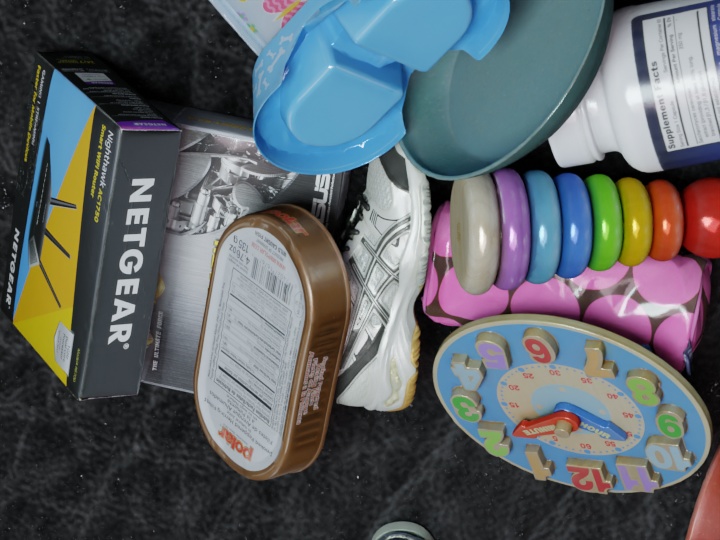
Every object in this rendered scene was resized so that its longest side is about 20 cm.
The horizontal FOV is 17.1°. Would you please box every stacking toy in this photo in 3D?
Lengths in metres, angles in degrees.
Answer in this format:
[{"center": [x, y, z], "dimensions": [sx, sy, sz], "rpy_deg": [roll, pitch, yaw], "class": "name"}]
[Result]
[{"center": [0.162, -0.029, 1.580], "dimensions": [0.199, 0.085, 0.086], "rpy_deg": [-1, 111, -8], "class": "stacking toy"}]

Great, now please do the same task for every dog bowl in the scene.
[{"center": [0.007, -0.144, 1.537], "dimensions": [0.111, 0.050, 0.200], "rpy_deg": [18, 130, -39], "class": "dog bowl"}]

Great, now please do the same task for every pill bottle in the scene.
[{"center": [0.220, -0.126, 1.563], "dimensions": [0.199, 0.111, 0.112], "rpy_deg": [-10, 108, 14], "class": "pill bottle"}]

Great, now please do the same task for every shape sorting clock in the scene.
[{"center": [0.144, 0.096, 1.650], "dimensions": [0.199, 0.039, 0.200], "rpy_deg": [15, 150, 9], "class": "shape sorting clock"}]

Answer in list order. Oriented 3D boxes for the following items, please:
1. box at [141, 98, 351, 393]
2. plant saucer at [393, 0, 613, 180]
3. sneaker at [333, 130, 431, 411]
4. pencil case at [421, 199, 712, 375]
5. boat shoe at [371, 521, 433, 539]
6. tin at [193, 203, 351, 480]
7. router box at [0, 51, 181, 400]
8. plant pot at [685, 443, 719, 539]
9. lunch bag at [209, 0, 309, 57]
[{"center": [-0.095, -0.009, 1.699], "dimensions": [0.157, 0.048, 0.201], "rpy_deg": [12, 112, 5], "class": "box"}, {"center": [0.100, -0.145, 1.552], "dimensions": [0.036, 0.200, 0.200], "rpy_deg": [26, 117, -33], "class": "plant saucer"}, {"center": [0.000, 0.000, 1.631], "dimensions": [0.087, 0.076, 0.201], "rpy_deg": [3, 103, -5], "class": "sneaker"}, {"center": [0.139, 0.016, 1.647], "dimensions": [0.199, 0.091, 0.094], "rpy_deg": [15, 118, 7], "class": "pencil case"}, {"center": [0.041, 0.287, 1.779], "dimensions": [0.074, 0.062, 0.201], "rpy_deg": [0, 111, 9], "class": "boat shoe"}, {"center": [-0.064, 0.051, 1.634], "dimensions": [0.112, 0.042, 0.201], "rpy_deg": [38, 128, 41], "class": "tin"}, {"center": [-0.190, -0.033, 1.656], "dimensions": [0.051, 0.149, 0.201], "rpy_deg": [-3, 115, -31], "class": "router box"}, {"center": [0.336, 0.218, 1.639], "dimensions": [0.194, 0.201, 0.202], "rpy_deg": [15, 113, -5], "class": "plant pot"}, {"center": [-0.054, -0.261, 1.545], "dimensions": [0.169, 0.127, 0.200], "rpy_deg": [-32, 111, 19], "class": "lunch bag"}]
